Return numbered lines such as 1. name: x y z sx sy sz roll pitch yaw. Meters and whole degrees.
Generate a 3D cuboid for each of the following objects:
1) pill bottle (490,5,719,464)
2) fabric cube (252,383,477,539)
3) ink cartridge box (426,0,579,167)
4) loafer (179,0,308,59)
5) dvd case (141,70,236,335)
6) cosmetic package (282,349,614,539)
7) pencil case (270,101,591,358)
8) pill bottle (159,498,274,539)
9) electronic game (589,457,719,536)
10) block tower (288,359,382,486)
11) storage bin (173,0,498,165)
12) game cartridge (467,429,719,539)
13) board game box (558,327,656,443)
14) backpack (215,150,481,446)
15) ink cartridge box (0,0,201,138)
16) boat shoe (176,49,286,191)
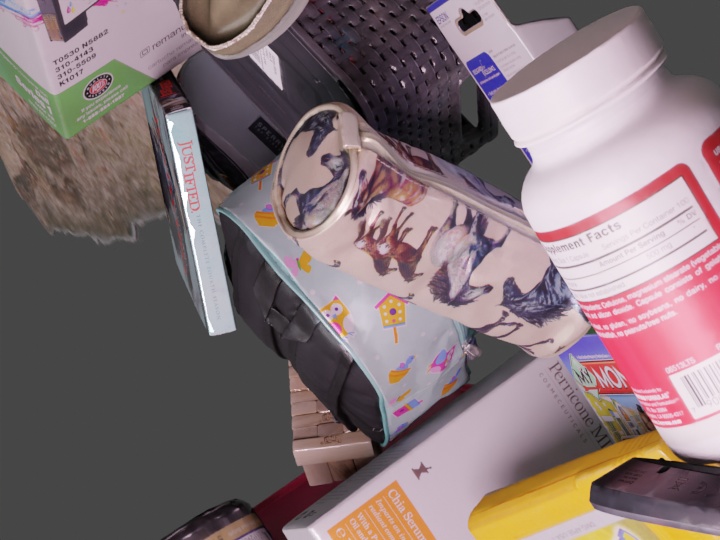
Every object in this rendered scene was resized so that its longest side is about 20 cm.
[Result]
1. pill bottle: 0.148 -0.018 1.314 0.201 0.112 0.112 58 164 -9
2. fabric cube: 0.064 0.211 1.870 0.200 0.200 0.196 60 164 -11
3. ink cartridge box: 0.113 -0.071 1.450 0.200 0.037 0.095 54 165 -4
4. loafer: -0.052 -0.193 1.452 0.075 0.069 0.200 48 129 25
5. dvd case: -0.114 -0.053 1.790 0.200 0.022 0.147 -128 26 -72
6. cosmetic package: 0.063 0.143 1.725 0.102 0.200 0.071 55 164 -4
7. pencil case: 0.045 -0.022 1.496 0.199 0.089 0.078 25 -142 -32
8. pill bottle: -0.066 0.256 1.778 0.200 0.112 0.112 56 165 9
9. electronic game: 0.209 0.122 1.341 0.200 0.199 0.042 -173 92 -69
10. block tower: -0.019 0.052 1.863 0.058 0.054 0.201 73 -169 -49
11. storage bin: -0.019 -0.143 1.582 0.200 0.094 0.135 47 162 25
12. game cartridge: 0.174 0.176 1.574 0.176 0.032 0.200 46 149 -10
13. board game box: 0.187 0.083 1.561 0.135 0.029 0.200 56 164 -7
14. backpack: 0.000 0.000 1.696 0.176 0.153 0.200 51 180 14
15. ink cartridge box: -0.166 -0.202 1.712 0.084 0.145 0.200 44 160 31
16. boat shoe: -0.048 -0.061 1.863 0.200 0.071 0.091 49 166 5
